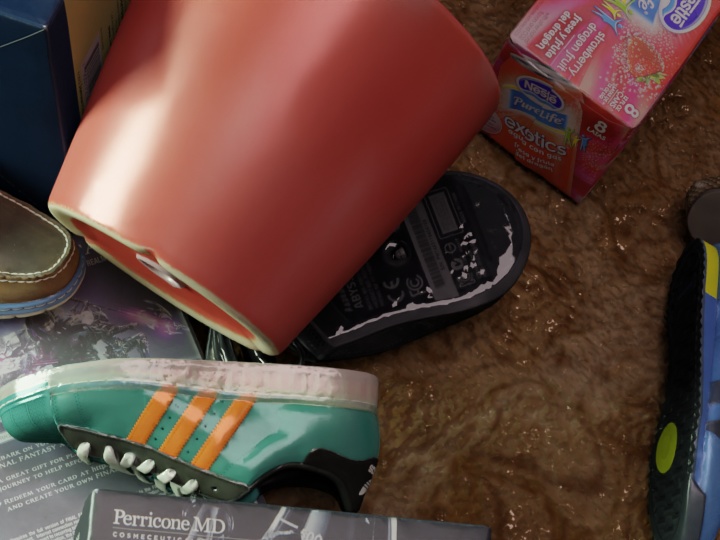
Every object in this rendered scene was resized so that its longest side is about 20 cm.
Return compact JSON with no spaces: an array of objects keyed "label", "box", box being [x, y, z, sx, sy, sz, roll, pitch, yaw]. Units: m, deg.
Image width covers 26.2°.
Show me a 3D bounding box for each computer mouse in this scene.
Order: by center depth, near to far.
[{"label":"computer mouse","box":[0.000,0.000,0.893,0.198,0.053,0.140,-13,68,-7]}]

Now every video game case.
[{"label":"video game case","box":[-0.149,0.074,0.838,0.142,0.019,0.201,-18,71,-21]}]

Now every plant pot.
[{"label":"plant pot","box":[-0.056,-0.068,0.799,0.200,0.200,0.178,32,81,2]}]

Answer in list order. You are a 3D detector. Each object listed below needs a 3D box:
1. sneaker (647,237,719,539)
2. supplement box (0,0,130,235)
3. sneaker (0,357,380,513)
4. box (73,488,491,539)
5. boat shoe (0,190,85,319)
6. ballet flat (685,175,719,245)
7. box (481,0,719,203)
[{"label":"sneaker","box":[0.217,0.077,0.899,0.078,0.066,0.202,18,63,-9]},{"label":"supplement box","box":[-0.180,-0.167,0.831,0.133,0.200,0.201,18,62,4]},{"label":"sneaker","box":[-0.088,0.090,0.796,0.198,0.071,0.081,1,76,-5]},{"label":"box","box":[-0.046,0.212,0.741,0.198,0.104,0.184,7,68,-13]},{"label":"boat shoe","box":[-0.242,-0.033,0.818,0.198,0.073,0.073,16,54,2]},{"label":"ballet flat","box":[0.296,-0.011,0.967,0.199,0.068,0.046,22,32,0]},{"label":"box","box":[0.164,-0.155,0.972,0.095,0.100,0.200,36,62,5]}]
